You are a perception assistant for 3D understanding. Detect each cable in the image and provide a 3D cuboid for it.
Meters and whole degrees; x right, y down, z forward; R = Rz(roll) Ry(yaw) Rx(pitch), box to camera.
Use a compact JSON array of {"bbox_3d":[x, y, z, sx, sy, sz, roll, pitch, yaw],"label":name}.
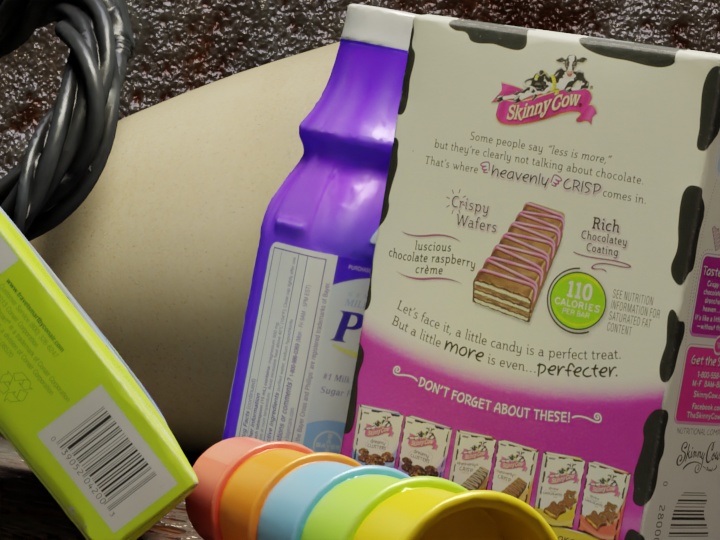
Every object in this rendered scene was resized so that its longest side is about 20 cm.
[{"bbox_3d":[-0.165,-0.063,1.267,0.051,0.163,0.200,48,13,-32],"label":"cable"}]

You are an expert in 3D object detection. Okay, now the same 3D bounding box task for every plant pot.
[{"bbox_3d":[-0.075,0.002,1.290,0.199,0.188,0.187,-7,0,10],"label":"plant pot"}]

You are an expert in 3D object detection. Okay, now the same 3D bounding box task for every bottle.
[{"bbox_3d":[0.000,0.000,1.140,0.083,0.201,0.065,8,4,-44],"label":"bottle"}]

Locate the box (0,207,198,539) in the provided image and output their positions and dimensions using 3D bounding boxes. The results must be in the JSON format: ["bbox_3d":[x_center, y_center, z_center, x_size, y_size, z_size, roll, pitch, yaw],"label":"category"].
[{"bbox_3d":[-0.117,0.031,1.065,0.122,0.048,0.200,53,-4,-8],"label":"box"}]

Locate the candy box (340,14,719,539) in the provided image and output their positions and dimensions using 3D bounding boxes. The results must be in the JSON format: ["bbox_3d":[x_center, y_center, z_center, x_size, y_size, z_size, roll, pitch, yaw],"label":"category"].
[{"bbox_3d":[0.071,0.018,1.046,0.136,0.201,0.061,13,5,38],"label":"candy box"}]

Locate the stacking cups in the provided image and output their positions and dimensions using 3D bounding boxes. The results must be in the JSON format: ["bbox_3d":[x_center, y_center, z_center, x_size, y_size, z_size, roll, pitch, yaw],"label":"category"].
[{"bbox_3d":[-0.009,0.084,0.939,0.060,0.061,0.200,8,2,-26],"label":"stacking cups"}]
